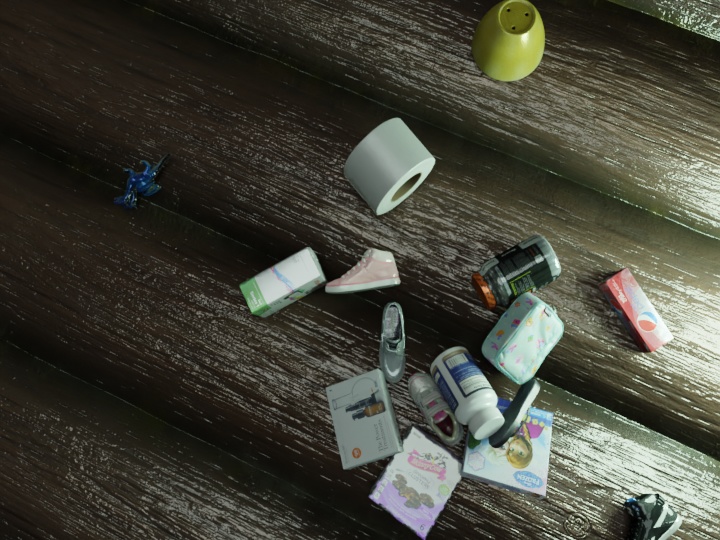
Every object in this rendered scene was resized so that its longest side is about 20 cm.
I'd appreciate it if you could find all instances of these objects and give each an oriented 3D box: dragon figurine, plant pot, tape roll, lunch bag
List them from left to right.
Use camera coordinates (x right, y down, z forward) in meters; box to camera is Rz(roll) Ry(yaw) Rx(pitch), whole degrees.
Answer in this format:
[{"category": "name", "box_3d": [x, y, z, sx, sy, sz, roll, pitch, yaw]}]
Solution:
[{"category": "dragon figurine", "box_3d": [-0.585, -0.241, 1.625, 0.196, 0.059, 0.101, -24, 81, 2]}, {"category": "tape roll", "box_3d": [0.073, -0.261, 1.501, 0.202, 0.203, 0.140, -41, 80, -2]}, {"category": "plant pot", "box_3d": [0.396, -0.624, 1.555, 0.194, 0.142, 0.206, -1, 82, 5]}, {"category": "lunch bag", "box_3d": [0.401, 0.166, 1.443, 0.160, 0.077, 0.201, 40, 88, -32]}]

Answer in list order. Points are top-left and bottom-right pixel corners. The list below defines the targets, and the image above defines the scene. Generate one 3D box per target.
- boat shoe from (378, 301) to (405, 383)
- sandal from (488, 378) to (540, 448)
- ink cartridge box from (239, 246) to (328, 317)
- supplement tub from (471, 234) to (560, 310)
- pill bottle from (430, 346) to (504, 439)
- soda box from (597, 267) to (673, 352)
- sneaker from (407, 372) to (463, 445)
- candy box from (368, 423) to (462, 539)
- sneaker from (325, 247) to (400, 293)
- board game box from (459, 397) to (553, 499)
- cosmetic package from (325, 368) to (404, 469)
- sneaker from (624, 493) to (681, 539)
[{"category": "boat shoe", "box_3d": [0.079, 0.180, 1.501, 0.068, 0.072, 0.207, -1, 82, 5]}, {"category": "sandal", "box_3d": [0.374, 0.343, 1.405, 0.043, 0.076, 0.200, 46, 65, -5]}, {"category": "ink cartridge box", "box_3d": [-0.190, 0.033, 1.508, 0.197, 0.145, 0.085, -28, 81, 0]}, {"category": "supplement tub", "box_3d": [0.383, 0.009, 1.475, 0.197, 0.123, 0.125, -28, 80, 0]}, {"category": "pill bottle", "box_3d": [0.256, 0.291, 1.412, 0.109, 0.112, 0.202, -30, 51, 0]}, {"category": "soda box", "box_3d": [0.677, 0.098, 1.467, 0.069, 0.063, 0.203, -31, 81, 0]}, {"category": "sneaker", "box_3d": [0.188, 0.338, 1.461, 0.081, 0.088, 0.201, -37, 80, -1]}, {"category": "candy box", "box_3d": [0.140, 0.510, 1.449, 0.166, 0.072, 0.202, 33, 85, 9]}, {"category": "sneaker", "box_3d": [0.000, 0.000, 1.532, 0.195, 0.075, 0.108, -9, 85, -4]}, {"category": "board game box", "box_3d": [0.352, 0.415, 1.422, 0.195, 0.041, 0.203, 13, 59, 6]}, {"category": "cosmetic package", "box_3d": [0.008, 0.364, 1.458, 0.148, 0.052, 0.204, -22, 66, 15]}, {"category": "sneaker", "box_3d": [0.646, 0.609, 1.398, 0.199, 0.073, 0.112, -41, 77, -10]}]
